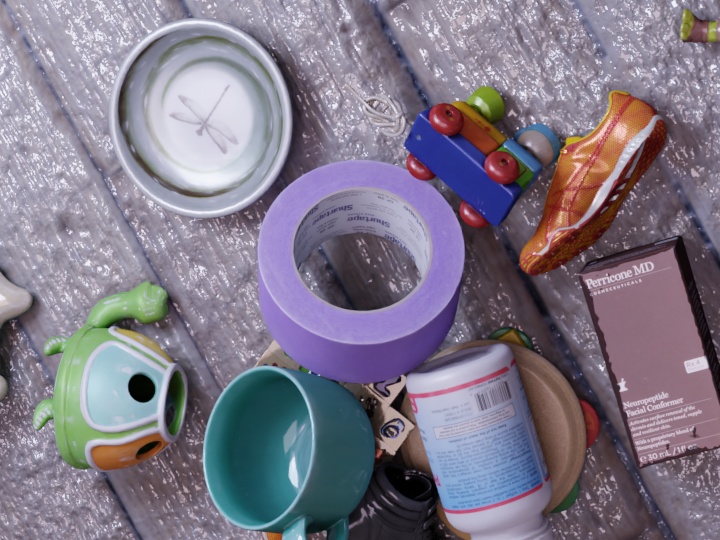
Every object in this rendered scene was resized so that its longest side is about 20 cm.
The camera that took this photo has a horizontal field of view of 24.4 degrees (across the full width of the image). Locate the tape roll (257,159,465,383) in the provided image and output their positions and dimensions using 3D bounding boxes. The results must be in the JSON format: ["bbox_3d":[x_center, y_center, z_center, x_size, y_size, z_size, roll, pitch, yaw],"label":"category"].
[{"bbox_3d":[0.000,0.000,1.605,0.198,0.085,0.202,1,62,-1],"label":"tape roll"}]

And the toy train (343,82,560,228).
[{"bbox_3d":[0.092,-0.144,1.603,0.200,0.116,0.085,42,141,12],"label":"toy train"}]

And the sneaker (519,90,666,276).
[{"bbox_3d":[0.215,-0.082,1.609,0.077,0.073,0.201,43,105,27],"label":"sneaker"}]

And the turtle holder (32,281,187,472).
[{"bbox_3d":[-0.247,0.120,1.739,0.130,0.186,0.142,1,132,16],"label":"turtle holder"}]

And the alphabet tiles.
[{"bbox_3d":[-0.049,0.157,1.674,0.166,0.006,0.201,37,95,1],"label":"alphabet tiles"}]

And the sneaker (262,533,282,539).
[{"bbox_3d":[-0.062,0.197,1.714,0.076,0.073,0.202,12,102,16],"label":"sneaker"}]

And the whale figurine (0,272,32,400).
[{"bbox_3d":[-0.439,0.086,1.808,0.159,0.104,0.201,37,83,6],"label":"whale figurine"}]

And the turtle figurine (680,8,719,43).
[{"bbox_3d":[0.382,-0.243,1.526,0.160,0.064,0.202,16,112,20],"label":"turtle figurine"}]

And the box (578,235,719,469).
[{"bbox_3d":[0.288,0.078,1.605,0.099,0.075,0.202,-17,93,18],"label":"box"}]

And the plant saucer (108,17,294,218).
[{"bbox_3d":[-0.157,-0.156,1.697,0.198,0.050,0.203,3,101,15],"label":"plant saucer"}]

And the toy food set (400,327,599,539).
[{"bbox_3d":[0.136,0.165,1.674,0.197,0.049,0.201,-32,90,18],"label":"toy food set"}]

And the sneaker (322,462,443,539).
[{"bbox_3d":[0.063,0.262,1.662,0.199,0.071,0.099,32,114,-27],"label":"sneaker"}]

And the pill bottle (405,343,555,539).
[{"bbox_3d":[0.120,0.180,1.599,0.108,0.109,0.202,-15,95,17],"label":"pill bottle"}]

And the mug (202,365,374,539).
[{"bbox_3d":[-0.062,0.191,1.597,0.151,0.114,0.187,1,81,42],"label":"mug"}]
